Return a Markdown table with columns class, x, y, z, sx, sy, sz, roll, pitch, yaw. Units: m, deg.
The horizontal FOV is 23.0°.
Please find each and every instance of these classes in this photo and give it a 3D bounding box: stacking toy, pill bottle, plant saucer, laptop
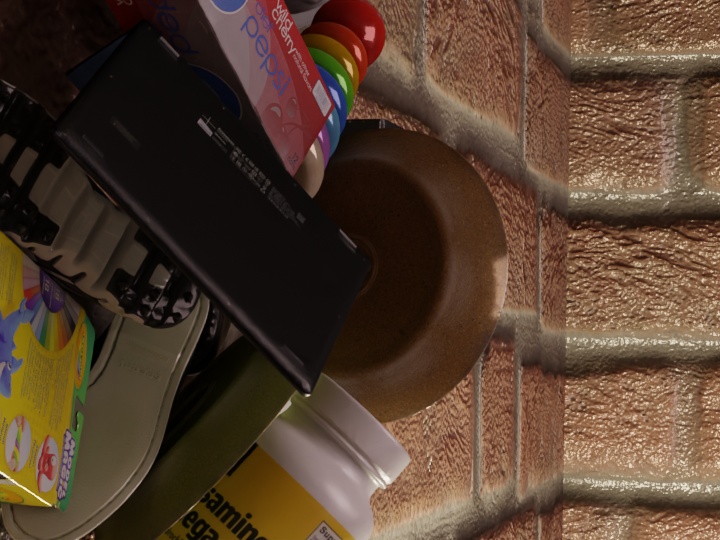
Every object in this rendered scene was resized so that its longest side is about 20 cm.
| class | x | y | z | sx | sy | sz | roll | pitch | yaw |
| --- | --- | --- | --- | --- | --- | --- | --- | --- | --- |
| stacking toy | -0.034 | -0.127 | 1.195 | 0.200 | 0.085 | 0.086 | -61 | 149 | -47 |
| pill bottle | -0.066 | 0.163 | 1.101 | 0.200 | 0.112 | 0.113 | -47 | 153 | -9 |
| plant saucer | -0.100 | 0.097 | 1.086 | 0.031 | 0.200 | 0.200 | 44 | 29 | -9 |
| plant saucer | 0.000 | 0.000 | 1.168 | 0.035 | 0.199 | 0.201 | 18 | 72 | -59 |
| laptop | -0.100 | -0.028 | 0.975 | 0.187 | 0.116 | 0.200 | 46 | 32 | -15 |

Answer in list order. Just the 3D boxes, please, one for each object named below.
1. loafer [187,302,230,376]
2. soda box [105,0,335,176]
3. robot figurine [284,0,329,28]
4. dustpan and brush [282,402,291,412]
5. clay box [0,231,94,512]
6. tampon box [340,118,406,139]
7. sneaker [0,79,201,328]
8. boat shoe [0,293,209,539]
| class | x | y | z | sx | sy | sz | roll | pitch | yaw |
| --- | --- | --- | --- | --- | --- | --- | --- | --- | --- |
| loafer | -0.111 | -0.018 | 1.201 | 0.071 | 0.073 | 0.201 | 83 | 19 | -66 |
| soda box | -0.088 | -0.144 | 0.985 | 0.064 | 0.070 | 0.200 | -60 | 141 | -32 |
| robot figurine | -0.061 | -0.264 | 1.265 | 0.170 | 0.112 | 0.200 | 60 | -7 | 39 |
| dustpan and brush | -0.078 | 0.097 | 1.311 | 0.140 | 0.057 | 0.200 | -54 | 160 | -12 |
| clay box | -0.196 | 0.047 | 0.907 | 0.200 | 0.047 | 0.116 | 60 | 33 | -64 |
| tampon box | -0.029 | -0.039 | 1.326 | 0.200 | 0.149 | 0.127 | 11 | 80 | -74 |
| sneaker | -0.177 | -0.036 | 0.949 | 0.200 | 0.090 | 0.067 | 43 | 66 | -38 |
| boat shoe | -0.151 | 0.088 | 1.040 | 0.066 | 0.074 | 0.200 | 120 | -7 | -56 |
